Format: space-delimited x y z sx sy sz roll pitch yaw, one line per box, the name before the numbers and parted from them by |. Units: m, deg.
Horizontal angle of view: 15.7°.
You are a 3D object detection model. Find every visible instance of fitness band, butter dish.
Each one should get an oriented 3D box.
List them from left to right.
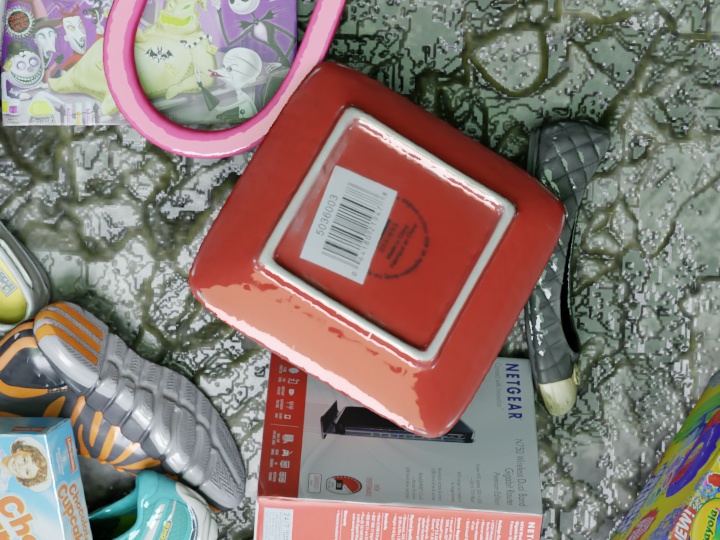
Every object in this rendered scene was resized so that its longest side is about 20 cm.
fitness band | -0.088 -0.171 1.712 0.143 0.037 0.200 23 95 -2
butter dish | 0.000 0.000 1.710 0.199 0.148 0.200 31 67 -4

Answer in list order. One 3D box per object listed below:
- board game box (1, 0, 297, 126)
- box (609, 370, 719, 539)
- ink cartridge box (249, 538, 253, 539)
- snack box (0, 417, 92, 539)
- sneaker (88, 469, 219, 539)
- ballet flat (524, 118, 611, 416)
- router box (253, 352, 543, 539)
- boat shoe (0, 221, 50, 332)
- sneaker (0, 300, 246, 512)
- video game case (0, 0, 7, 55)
board game box | -0.141 -0.157 1.745 0.199 0.032 0.120 -1 94 0
box | 0.284 0.181 1.700 0.193 0.122 0.200 40 59 -5
ink cartridge box | -0.039 0.226 1.739 0.200 0.147 0.083 -23 101 4
snack box | -0.229 0.194 1.703 0.116 0.037 0.201 -2 106 25
sneaker | -0.189 0.197 1.751 0.200 0.078 0.080 -35 123 18
ballet flat | 0.138 -0.001 1.746 0.057 0.066 0.201 1 97 7
router box | 0.025 0.120 1.697 0.179 0.200 0.049 4 117 -1
boat shoe | -0.290 -0.032 1.731 0.075 0.086 0.202 -41 97 5
sneaker | -0.175 0.109 1.765 0.112 0.078 0.200 -36 113 28
video game case | -0.334 -0.139 1.709 0.199 0.024 0.183 4 79 7
